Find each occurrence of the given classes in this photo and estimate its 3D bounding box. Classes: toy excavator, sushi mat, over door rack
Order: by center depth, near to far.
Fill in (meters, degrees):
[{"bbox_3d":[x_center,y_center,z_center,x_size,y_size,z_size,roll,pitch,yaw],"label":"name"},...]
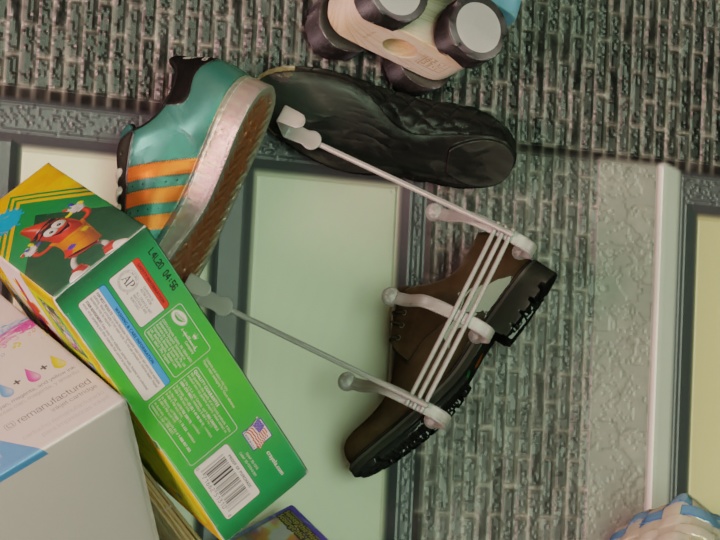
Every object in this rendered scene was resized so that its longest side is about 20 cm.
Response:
[{"bbox_3d":[-0.160,0.114,1.377,0.012,0.096,0.200,-40,102,-16],"label":"sushi mat"},{"bbox_3d":[0.000,0.000,1.471,0.199,0.067,0.148,28,77,-1],"label":"over door rack"},{"bbox_3d":[0.079,-0.224,1.536,0.194,0.100,0.201,23,70,-21],"label":"toy excavator"}]

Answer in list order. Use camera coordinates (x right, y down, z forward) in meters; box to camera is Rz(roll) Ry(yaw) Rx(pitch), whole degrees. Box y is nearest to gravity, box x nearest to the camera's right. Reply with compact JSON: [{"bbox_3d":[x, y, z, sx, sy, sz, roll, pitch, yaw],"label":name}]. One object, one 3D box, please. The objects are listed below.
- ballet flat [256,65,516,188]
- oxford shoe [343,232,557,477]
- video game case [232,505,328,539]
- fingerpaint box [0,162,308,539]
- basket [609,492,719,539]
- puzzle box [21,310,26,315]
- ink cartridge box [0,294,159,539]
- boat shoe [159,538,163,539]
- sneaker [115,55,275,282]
[{"bbox_3d":[0.015,-0.100,1.528,0.199,0.057,0.067,15,108,-16],"label":"ballet flat"},{"bbox_3d":[0.046,0.058,1.521,0.084,0.073,0.200,37,76,10],"label":"oxford shoe"},{"bbox_3d":[-0.065,0.254,1.386,0.181,0.200,0.046,-27,128,-21],"label":"video game case"},{"bbox_3d":[-0.137,0.047,1.322,0.073,0.167,0.200,-39,119,-13],"label":"fingerpaint box"},{"bbox_3d":[0.233,0.277,1.525,0.176,0.139,0.201,35,44,-17],"label":"basket"},{"bbox_3d":[-0.221,0.133,1.417,0.133,0.025,0.200,42,72,-15],"label":"puzzle box"},{"bbox_3d":[-0.234,0.106,1.292,0.128,0.200,0.126,-31,134,-27],"label":"ink cartridge box"},{"bbox_3d":[-0.217,0.197,1.365,0.198,0.075,0.066,5,115,-15],"label":"boat shoe"},{"bbox_3d":[-0.134,-0.049,1.449,0.080,0.071,0.201,27,88,16],"label":"sneaker"}]
